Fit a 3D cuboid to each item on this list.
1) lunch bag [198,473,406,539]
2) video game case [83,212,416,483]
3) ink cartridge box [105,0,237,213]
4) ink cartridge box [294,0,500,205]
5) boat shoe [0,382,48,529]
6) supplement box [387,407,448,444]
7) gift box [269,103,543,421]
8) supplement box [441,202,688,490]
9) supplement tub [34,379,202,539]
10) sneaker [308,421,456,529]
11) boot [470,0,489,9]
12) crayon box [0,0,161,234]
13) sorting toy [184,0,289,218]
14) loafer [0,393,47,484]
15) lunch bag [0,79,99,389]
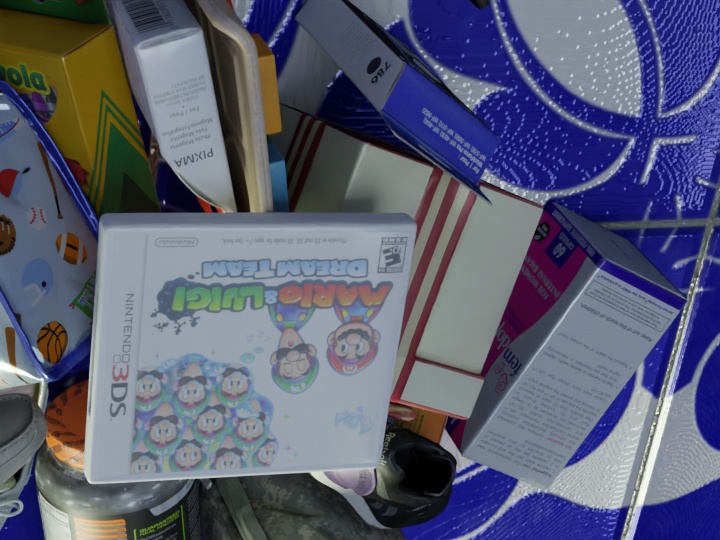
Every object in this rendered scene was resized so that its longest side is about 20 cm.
[{"bbox_3d":[-0.044,0.235,1.245,0.139,0.200,0.168,-39,132,6],"label":"lunch bag"},{"bbox_3d":[-0.071,0.050,0.992,0.198,0.024,0.183,-1,116,-19],"label":"video game case"},{"bbox_3d":[-0.126,-0.094,1.032,0.057,0.163,0.201,-13,123,-15],"label":"ink cartridge box"},{"bbox_3d":[0.030,-0.123,1.058,0.099,0.200,0.039,33,103,-36],"label":"ink cartridge box"},{"bbox_3d":[-0.275,0.131,1.165,0.074,0.065,0.203,13,113,-28],"label":"boat shoe"},{"bbox_3d":[-0.032,0.110,1.255,0.198,0.067,0.069,2,118,-24],"label":"supplement box"},{"bbox_3d":[0.000,0.000,1.137,0.183,0.200,0.188,18,95,-26],"label":"gift box"},{"bbox_3d":[0.155,0.063,1.283,0.103,0.101,0.201,23,108,-32],"label":"supplement box"},{"bbox_3d":[-0.183,0.189,1.203,0.122,0.123,0.201,-10,122,-17],"label":"supplement tub"},{"bbox_3d":[0.038,0.161,1.182,0.200,0.087,0.076,35,69,-57],"label":"sneaker"},{"bbox_3d":[0.122,-0.295,1.076,0.173,0.069,0.201,-22,123,-8],"label":"boot"},{"bbox_3d":[-0.206,-0.098,1.021,0.051,0.126,0.201,-43,134,-40],"label":"crayon box"},{"bbox_3d":[-0.084,-0.111,1.024,0.036,0.185,0.201,-18,126,-12],"label":"sorting toy"},{"bbox_3d":[-0.310,0.130,1.064,0.199,0.070,0.070,-25,139,-20],"label":"loafer"},{"bbox_3d":[-0.265,-0.023,0.999,0.124,0.169,0.201,-42,114,-49],"label":"lunch bag"}]
